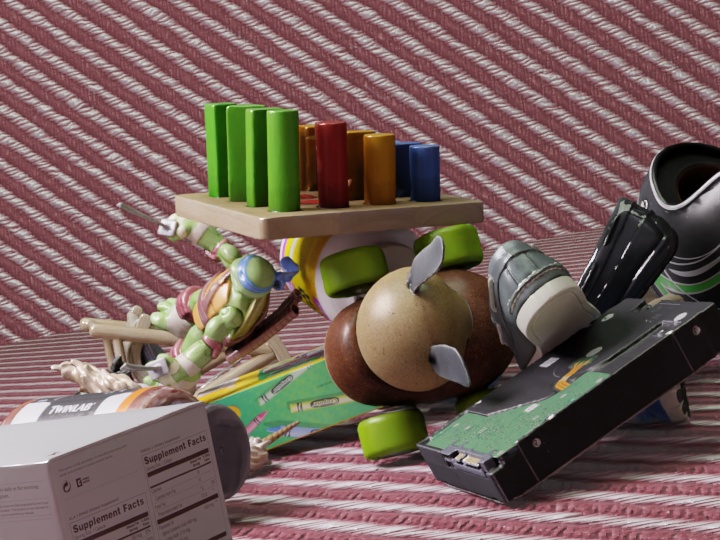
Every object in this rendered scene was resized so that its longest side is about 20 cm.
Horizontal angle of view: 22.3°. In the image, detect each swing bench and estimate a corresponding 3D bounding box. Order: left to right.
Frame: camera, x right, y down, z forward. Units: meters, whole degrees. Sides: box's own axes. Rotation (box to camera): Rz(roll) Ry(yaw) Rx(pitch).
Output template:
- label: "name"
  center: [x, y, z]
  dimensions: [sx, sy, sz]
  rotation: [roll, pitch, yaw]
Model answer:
- label: "swing bench"
  center: [-0.178, 0.095, 1.895]
  dimensions: [0.199, 0.131, 0.199]
  rotation: [-12, 3, -12]

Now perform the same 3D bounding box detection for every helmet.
- label: "helmet"
  center: [0.336, -0.027, 1.589]
  dimensions: [0.199, 0.201, 0.190]
  rotation: [-16, -4, -45]

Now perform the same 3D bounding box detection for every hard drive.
- label: "hard drive"
  center: [0.147, 0.087, 1.272]
  dimensions: [0.199, 0.038, 0.140]
  rotation: [-33, 9, -16]

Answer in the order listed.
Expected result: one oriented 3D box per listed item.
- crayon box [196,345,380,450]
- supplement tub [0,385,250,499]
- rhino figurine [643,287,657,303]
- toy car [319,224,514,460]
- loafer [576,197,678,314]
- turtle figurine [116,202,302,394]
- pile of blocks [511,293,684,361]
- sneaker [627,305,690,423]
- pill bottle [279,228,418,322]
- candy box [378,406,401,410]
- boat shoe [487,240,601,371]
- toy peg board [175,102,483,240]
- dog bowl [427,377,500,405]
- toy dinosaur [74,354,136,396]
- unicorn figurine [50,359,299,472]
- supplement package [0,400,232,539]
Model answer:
- label: "crayon box"
  center: [-0.048, 0.109, 1.630]
  dimensions: [0.199, 0.059, 0.119]
  rotation: [-20, 4, -1]
- label: "supplement tub"
  center: [-0.179, 0.142, 1.382]
  dimensions: [0.199, 0.108, 0.107]
  rotation: [-9, 4, 36]
- label: "rhino figurine"
  center: [0.281, 0.045, 1.761]
  dimensions: [0.087, 0.060, 0.200]
  rotation: [-12, 2, -9]
- label: "toy car"
  center: [0.058, 0.042, 1.386]
  dimensions: [0.157, 0.165, 0.200]
  rotation: [-12, -10, -10]
- label: "loafer"
  center: [0.180, 0.032, 1.505]
  dimensions: [0.201, 0.070, 0.068]
  rotation: [-53, -12, 5]
- label: "turtle figurine"
  center: [-0.166, 0.030, 1.605]
  dimensions: [0.199, 0.145, 0.194]
  rotation: [-19, -17, -28]
- label: "pile of blocks"
  center: [0.212, 0.075, 1.585]
  dimensions: [0.082, 0.062, 0.200]
  rotation: [-30, 7, -38]
- label: "sneaker"
  center: [0.206, 0.075, 1.426]
  dimensions: [0.088, 0.079, 0.200]
  rotation: [-8, 5, 9]
- label: "pill bottle"
  center: [0.000, 0.000, 1.597]
  dimensions: [0.104, 0.105, 0.200]
  rotation: [-12, 12, -14]
- label: "candy box"
  center: [0.060, 0.059, 1.796]
  dimensions: [0.055, 0.116, 0.200]
  rotation: [-9, 5, 20]
- label: "boat shoe"
  center: [0.132, 0.030, 1.361]
  dimensions: [0.073, 0.062, 0.200]
  rotation: [-40, -20, -3]
- label: "toy peg board"
  center: [-0.030, -0.091, 1.517]
  dimensions: [0.198, 0.099, 0.200]
  rotation: [-5, 10, -25]
- label: "dog bowl"
  center: [0.102, 0.063, 1.716]
  dimensions: [0.049, 0.112, 0.200]
  rotation: [3, 8, 14]
- label: "toy dinosaur"
  center: [-0.252, 0.148, 1.642]
  dimensions: [0.135, 0.103, 0.200]
  rotation: [-32, 37, -10]
- label: "unicorn figurine"
  center: [-0.163, 0.134, 1.508]
  dimensions: [0.137, 0.074, 0.200]
  rotation: [2, -16, 30]
- label: "supplement package"
  center: [-0.209, 0.161, 1.172]
  dimensions: [0.199, 0.112, 0.155]
  rotation: [-8, 5, 34]
